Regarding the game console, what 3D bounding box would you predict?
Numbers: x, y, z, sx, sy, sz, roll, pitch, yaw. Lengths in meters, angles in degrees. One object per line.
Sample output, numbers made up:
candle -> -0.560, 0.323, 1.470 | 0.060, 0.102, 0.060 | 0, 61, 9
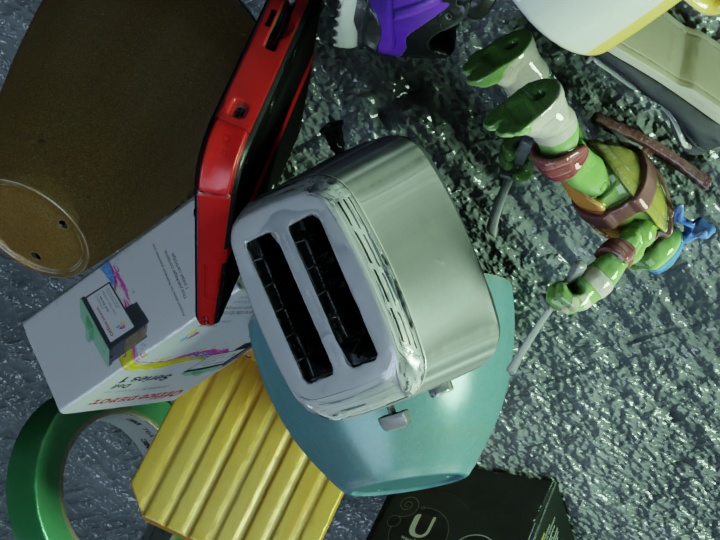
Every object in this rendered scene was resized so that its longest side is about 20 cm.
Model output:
game console -> -0.072, -0.086, 1.176 | 0.031, 0.201, 0.177 | 18, 142, 4

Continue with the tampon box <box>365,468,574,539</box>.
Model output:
tampon box -> 0.107, 0.285, 1.554 | 0.149, 0.127, 0.201 | 5, 137, 28

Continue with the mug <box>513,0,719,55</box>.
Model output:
mug -> 0.168, -0.217, 0.947 | 0.153, 0.186, 0.150 | -24, 86, 38

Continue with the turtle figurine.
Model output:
turtle figurine -> 0.115, -0.044, 1.147 | 0.199, 0.144, 0.194 | -7, 135, 34

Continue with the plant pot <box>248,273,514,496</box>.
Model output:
plant pot -> 0.024, 0.092, 1.295 | 0.199, 0.136, 0.200 | -8, 167, -2

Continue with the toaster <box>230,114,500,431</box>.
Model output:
toaster -> 0.000, 0.000, 1.126 | 0.113, 0.129, 0.201 | -19, 95, 32

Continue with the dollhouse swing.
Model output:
dollhouse swing -> -0.084, 0.122, 1.450 | 0.199, 0.176, 0.182 | 24, 143, 9

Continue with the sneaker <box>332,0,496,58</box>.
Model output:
sneaker -> 0.045, -0.204, 1.079 | 0.099, 0.070, 0.200 | 18, 147, 4

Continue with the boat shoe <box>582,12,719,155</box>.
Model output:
boat shoe -> 0.156, -0.137, 1.074 | 0.200, 0.073, 0.063 | 34, 140, -13

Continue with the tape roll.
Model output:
tape roll -> -0.232, 0.204, 1.623 | 0.048, 0.201, 0.201 | -14, 126, 43

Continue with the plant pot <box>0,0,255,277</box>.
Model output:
plant pot -> -0.186, -0.097, 1.240 | 0.185, 0.200, 0.187 | 19, 143, 15

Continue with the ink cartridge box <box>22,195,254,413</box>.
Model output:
ink cartridge box -> -0.134, 0.026, 1.337 | 0.200, 0.145, 0.084 | -33, 74, 28
